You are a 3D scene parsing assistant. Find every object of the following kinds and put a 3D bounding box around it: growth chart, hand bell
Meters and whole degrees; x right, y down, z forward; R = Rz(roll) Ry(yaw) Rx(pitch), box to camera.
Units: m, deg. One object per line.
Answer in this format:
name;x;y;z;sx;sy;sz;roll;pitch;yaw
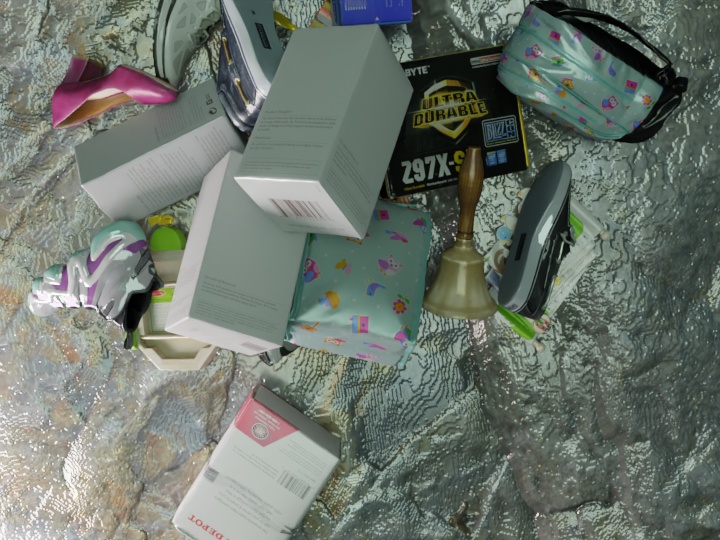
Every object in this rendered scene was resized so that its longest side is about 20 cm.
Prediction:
growth chart;0.237;-0.013;1.134;0.143;0.018;0.202;32;95;-3
hand bell;0.130;-0.052;1.058;0.101;0.104;0.205;3;108;0

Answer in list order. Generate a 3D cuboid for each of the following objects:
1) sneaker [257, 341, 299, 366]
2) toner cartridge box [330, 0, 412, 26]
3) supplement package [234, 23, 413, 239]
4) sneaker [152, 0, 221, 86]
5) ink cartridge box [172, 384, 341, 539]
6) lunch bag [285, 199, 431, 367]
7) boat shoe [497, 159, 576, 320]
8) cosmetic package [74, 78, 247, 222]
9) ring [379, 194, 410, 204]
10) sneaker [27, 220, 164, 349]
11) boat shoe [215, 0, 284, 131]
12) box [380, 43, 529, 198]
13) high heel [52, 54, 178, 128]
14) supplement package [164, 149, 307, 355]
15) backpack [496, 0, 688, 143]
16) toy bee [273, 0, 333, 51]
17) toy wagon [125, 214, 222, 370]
sneaker;-0.133;0.020;1.120;0.078;0.074;0.204;-24;94;-21
toner cartridge box;0.005;-0.395;1.008;0.093;0.043;0.205;-9;102;-16
supplement package;-0.035;-0.154;0.940;0.115;0.117;0.204;6;66;31
sneaker;-0.190;-0.324;1.068;0.113;0.076;0.205;14;94;0
ink cartridge box;-0.137;0.281;1.137;0.145;0.083;0.202;34;95;-4
lunch bag;0.000;0.000;1.064;0.166;0.122;0.204;11;67;-2
boat shoe;0.239;-0.037;1.083;0.067;0.073;0.204;22;79;-19
cosmetic package;-0.245;-0.145;1.069;0.197;0.102;0.072;-25;57;2
ring;-0.028;-0.065;1.128;0.195;0.019;0.206;0;98;1
sneaker;-0.333;0.044;1.085;0.198;0.077;0.142;-34;81;23
boat shoe;-0.146;-0.272;1.018;0.090;0.070;0.204;-34;65;40
box;0.107;-0.189;1.073;0.195;0.049;0.164;-12;99;-14
high heel;-0.309;-0.206;1.055;0.197;0.067;0.098;18;90;26
supplement package;-0.142;-0.016;1.014;0.118;0.121;0.205;18;73;-22
backpack;0.265;-0.236;1.019;0.197;0.167;0.129;24;101;-18
toy bee;-0.061;-0.259;1.060;0.128;0.109;0.205;12;97;-4
toy wagon;-0.241;0.028;1.110;0.152;0.039;0.205;-2;96;21
